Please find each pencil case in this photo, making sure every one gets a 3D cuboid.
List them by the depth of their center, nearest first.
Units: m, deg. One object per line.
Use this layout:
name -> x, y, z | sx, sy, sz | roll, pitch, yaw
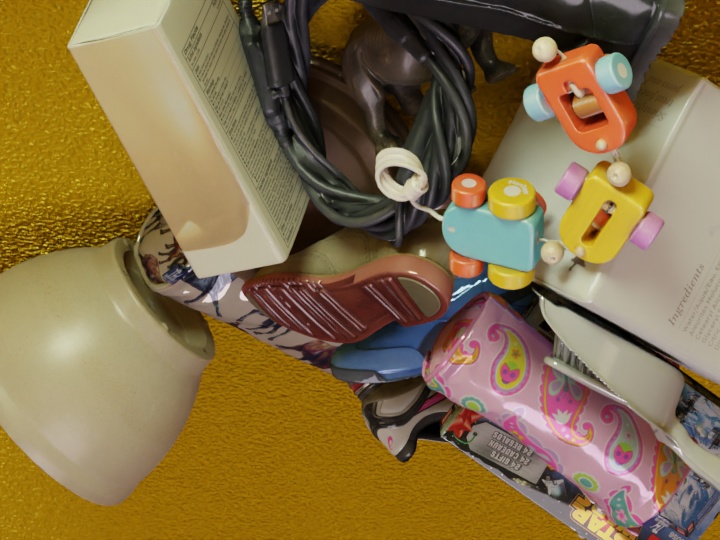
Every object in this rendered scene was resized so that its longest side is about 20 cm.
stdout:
pencil case -> 0.138, 0.100, 1.788 | 0.200, 0.088, 0.087 | 37, 141, -9
pencil case -> -0.073, 0.012, 1.975 | 0.200, 0.078, 0.089 | 27, 156, -33

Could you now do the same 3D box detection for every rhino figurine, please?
rhino figurine -> 0.058, -0.156, 1.686 | 0.060, 0.088, 0.200 | -24, 172, -45

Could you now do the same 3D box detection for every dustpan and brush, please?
dustpan and brush -> 0.187, 0.085, 1.702 | 0.199, 0.057, 0.140 | 30, -178, 3

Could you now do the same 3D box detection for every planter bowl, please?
planter bowl -> -0.198, 0.060, 1.984 | 0.135, 0.201, 0.200 | -40, 135, 13

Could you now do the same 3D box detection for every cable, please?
cable -> 0.007, -0.113, 1.679 | 0.163, 0.201, 0.051 | -10, -168, 33

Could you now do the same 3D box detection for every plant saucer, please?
plant saucer -> -0.050, -0.061, 1.812 | 0.199, 0.029, 0.201 | 10, 123, 15

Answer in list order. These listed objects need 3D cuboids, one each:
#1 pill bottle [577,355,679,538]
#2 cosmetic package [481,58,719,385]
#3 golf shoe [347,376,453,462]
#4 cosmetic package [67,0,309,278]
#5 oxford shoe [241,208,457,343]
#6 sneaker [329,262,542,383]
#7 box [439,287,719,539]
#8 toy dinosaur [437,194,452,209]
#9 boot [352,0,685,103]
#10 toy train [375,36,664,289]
pill bottle -> 0.189, 0.097, 1.952 | 0.112, 0.201, 0.112 | -8, 169, -2
cosmetic package -> 0.208, -0.035, 1.730 | 0.200, 0.166, 0.165 | 28, 180, -35
golf shoe -> 0.083, 0.100, 2.043 | 0.199, 0.092, 0.073 | -13, 159, -35
cosmetic package -> -0.107, -0.105, 1.705 | 0.071, 0.105, 0.200 | -11, 125, 25
oxford shoe -> 0.000, 0.000, 1.778 | 0.199, 0.075, 0.070 | -6, 139, 45
sneaker -> 0.068, 0.024, 1.878 | 0.199, 0.066, 0.079 | -17, 108, -7
box -> 0.175, 0.117, 1.856 | 0.200, 0.040, 0.137 | 36, 101, -8
toy dinosaur -> 0.045, -0.021, 1.908 | 0.135, 0.086, 0.200 | 14, 143, -17
boot -> 0.079, -0.155, 1.579 | 0.199, 0.066, 0.165 | 8, 148, -11
toy train -> 0.112, -0.070, 1.597 | 0.200, 0.056, 0.150 | -23, 110, 41
